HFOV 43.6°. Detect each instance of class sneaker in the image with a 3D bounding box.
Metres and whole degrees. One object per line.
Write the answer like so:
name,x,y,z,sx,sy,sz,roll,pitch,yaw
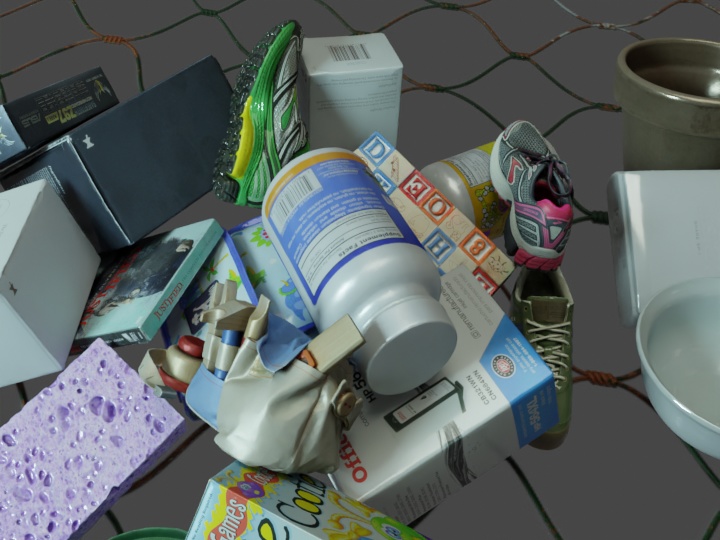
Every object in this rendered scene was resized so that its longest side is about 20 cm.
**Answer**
sneaker,0.185,-0.091,0.925,0.079,0.076,0.203,7,43,-10
sneaker,0.174,0.065,0.876,0.065,0.091,0.203,5,43,2
sneaker,-0.090,-0.159,0.924,0.084,0.205,0.078,17,-9,-26

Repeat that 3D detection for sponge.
sponge,-0.253,0.163,0.746,0.111,0.030,0.200,39,66,14

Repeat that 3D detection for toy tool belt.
toy tool belt,-0.080,0.066,0.711,0.198,0.125,0.124,26,5,43

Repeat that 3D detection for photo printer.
photo printer,0.367,-0.024,0.951,0.195,0.070,0.171,0,76,-4

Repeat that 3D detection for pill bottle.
pill bottle,0.129,-0.082,1.024,0.197,0.106,0.104,-22,47,-23
pill bottle,0.000,0.000,0.750,0.110,0.113,0.201,-16,50,-20

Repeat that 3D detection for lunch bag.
lunch bag,-0.096,0.042,0.872,0.196,0.129,0.171,-20,44,-10

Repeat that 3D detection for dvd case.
dvd case,-0.235,0.022,0.875,0.197,0.022,0.147,-13,37,39

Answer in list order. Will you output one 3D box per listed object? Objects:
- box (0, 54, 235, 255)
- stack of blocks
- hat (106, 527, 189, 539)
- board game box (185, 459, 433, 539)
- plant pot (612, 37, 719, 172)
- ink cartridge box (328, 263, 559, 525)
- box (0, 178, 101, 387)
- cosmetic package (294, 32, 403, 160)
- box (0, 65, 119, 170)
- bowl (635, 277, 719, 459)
box,-0.246,-0.114,0.965,0.195,0.126,0.200,-12,23,50
stack of blocks,0.045,-0.026,0.912,0.115,0.059,0.200,-43,81,-13
hat,-0.176,0.218,0.629,0.198,0.179,0.165,-30,51,-31
board game box,-0.023,0.224,0.634,0.197,0.105,0.105,25,6,9
plant pot,0.382,-0.153,1.047,0.195,0.178,0.202,1,32,-1
ink cartridge box,0.050,0.113,0.778,0.198,0.085,0.147,-31,52,-8
box,-0.367,0.026,0.838,0.196,0.107,0.154,-14,40,14
cosmetic package,-0.018,-0.157,1.028,0.110,0.203,0.082,-7,43,-15
box,-0.364,-0.143,0.944,0.155,0.052,0.201,-24,16,20
bowl,0.346,0.108,0.837,0.196,0.092,0.203,2,42,-2
